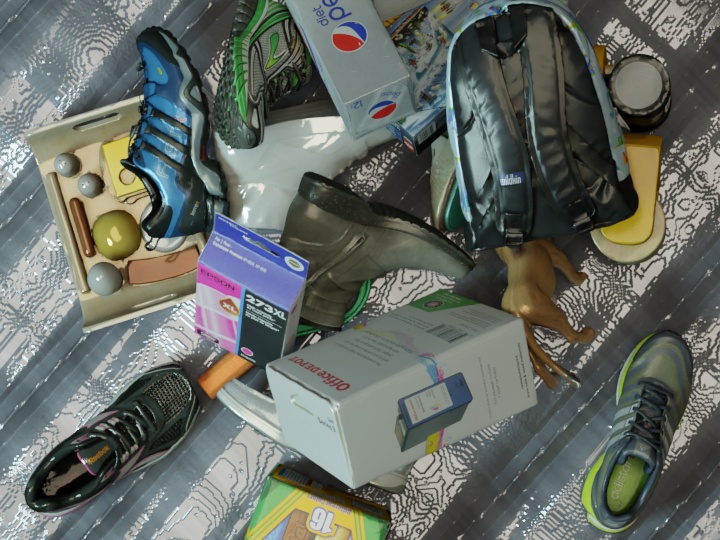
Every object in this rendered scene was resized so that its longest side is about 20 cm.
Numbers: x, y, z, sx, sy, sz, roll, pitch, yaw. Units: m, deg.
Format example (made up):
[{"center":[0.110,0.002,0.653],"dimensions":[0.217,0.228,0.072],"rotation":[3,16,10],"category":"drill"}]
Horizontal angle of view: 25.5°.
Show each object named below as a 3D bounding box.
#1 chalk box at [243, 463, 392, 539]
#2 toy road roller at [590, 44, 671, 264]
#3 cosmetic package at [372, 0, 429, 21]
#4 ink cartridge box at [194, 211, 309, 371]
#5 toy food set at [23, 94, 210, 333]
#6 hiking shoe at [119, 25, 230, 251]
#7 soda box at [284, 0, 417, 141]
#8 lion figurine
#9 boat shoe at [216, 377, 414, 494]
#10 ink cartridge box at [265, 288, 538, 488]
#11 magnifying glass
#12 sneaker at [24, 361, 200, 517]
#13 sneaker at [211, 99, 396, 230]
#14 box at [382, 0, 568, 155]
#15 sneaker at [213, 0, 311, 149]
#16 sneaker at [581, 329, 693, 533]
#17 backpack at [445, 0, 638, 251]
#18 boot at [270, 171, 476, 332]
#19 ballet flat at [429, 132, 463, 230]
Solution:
[{"center":[-0.062,0.299,1.479],"dimensions":[0.123,0.125,0.202],"rotation":[22,88,1],"category":"chalk box"},{"center":[0.215,-0.109,1.489],"dimensions":[0.144,0.123,0.203],"rotation":[2,88,12],"category":"toy road roller"},{"center":[0.020,-0.347,1.482],"dimensions":[0.107,0.085,0.202],"rotation":[-22,69,-1],"category":"cosmetic package"},{"center":[-0.100,0.025,1.434],"dimensions":[0.094,0.201,0.037],"rotation":[28,62,7],"category":"ink cartridge box"},{"center":[-0.226,-0.056,1.522],"dimensions":[0.142,0.060,0.202],"rotation":[-17,89,1],"category":"toy food set"},{"center":[-0.183,-0.126,1.474],"dimensions":[0.086,0.074,0.202],"rotation":[-15,87,-19],"category":"hiking shoe"},{"center":[-0.019,-0.221,1.448],"dimensions":[0.068,0.064,0.201],"rotation":[-24,62,-4],"category":"soda box"},{"center":[0.156,0.013,1.470],"dimensions":[0.072,0.201,0.122],"rotation":[-36,120,19],"category":"lion figurine"},{"center":[-0.040,0.147,1.511],"dimensions":[0.200,0.074,0.065],"rotation":[25,83,-3],"category":"boat shoe"},{"center":[0.035,0.100,1.425],"dimensions":[0.198,0.145,0.089],"rotation":[-20,110,-24],"category":"ink cartridge box"},{"center":[-0.074,0.051,1.539],"dimensions":[0.199,0.022,0.080],"rotation":[-40,89,-2],"category":"magnifying glass"},{"center":[-0.234,0.169,1.503],"dimensions":[0.200,0.086,0.080],"rotation":[-43,90,-1],"category":"sneaker"},{"center":[-0.039,-0.097,1.524],"dimensions":[0.198,0.074,0.117],"rotation":[-10,110,-11],"category":"sneaker"},{"center":[0.078,-0.218,1.489],"dimensions":[0.200,0.040,0.137],"rotation":[-40,65,-11],"category":"box"},{"center":[-0.086,-0.187,1.472],"dimensions":[0.084,0.078,0.201],"rotation":[14,46,-6],"category":"sneaker"},{"center":[0.268,0.155,1.498],"dimensions":[0.073,0.081,0.202],"rotation":[17,89,1],"category":"sneaker"},{"center":[0.145,-0.140,1.384],"dimensions":[0.161,0.154,0.202],"rotation":[-13,115,18],"category":"backpack"},{"center":[0.000,0.000,1.503],"dimensions":[0.198,0.068,0.132],"rotation":[22,99,-21],"category":"boot"},{"center":[0.103,-0.134,1.527],"dimensions":[0.062,0.067,0.202],"rotation":[23,85,28],"category":"ballet flat"}]
